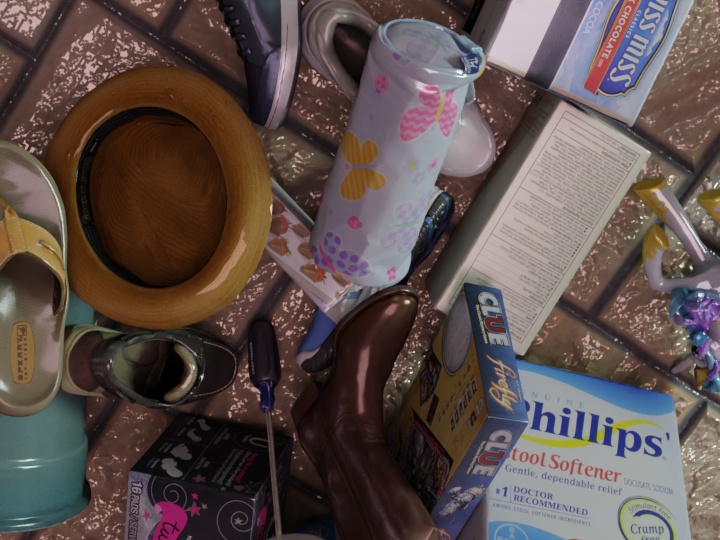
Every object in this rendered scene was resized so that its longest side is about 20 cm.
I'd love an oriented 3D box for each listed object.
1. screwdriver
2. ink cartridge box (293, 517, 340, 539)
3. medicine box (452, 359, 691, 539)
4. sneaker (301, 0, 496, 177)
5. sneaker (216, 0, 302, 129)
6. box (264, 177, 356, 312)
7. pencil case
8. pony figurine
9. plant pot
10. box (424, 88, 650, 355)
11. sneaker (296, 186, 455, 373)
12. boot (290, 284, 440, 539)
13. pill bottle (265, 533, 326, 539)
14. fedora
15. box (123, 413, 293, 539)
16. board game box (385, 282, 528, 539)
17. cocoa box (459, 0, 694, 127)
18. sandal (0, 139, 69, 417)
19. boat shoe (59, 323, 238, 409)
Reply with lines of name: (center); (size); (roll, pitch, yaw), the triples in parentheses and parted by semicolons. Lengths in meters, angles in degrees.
screwdriver: (-0.079, 0.133, 0.966); (0.029, 0.201, 0.028); (-17, 147, 21)
ink cartridge box: (0.044, 0.265, 1.034); (0.198, 0.116, 0.068); (-14, 115, 1)
medicine box: (0.169, 0.193, 0.969); (0.181, 0.201, 0.103); (13, 141, -10)
sneaker: (0.030, -0.138, 0.921); (0.199, 0.099, 0.078); (36, 99, -13)
sneaker: (-0.118, -0.213, 0.894); (0.145, 0.077, 0.204); (0, 98, -15)
box: (-0.079, -0.051, 0.940); (0.039, 0.041, 0.200); (-45, 85, 11)
pencil case: (0.025, -0.085, 0.858); (0.083, 0.090, 0.201); (36, 124, 25)
pony figurine: (0.335, 0.012, 0.977); (0.192, 0.167, 0.201); (-9, 114, 33)
plant pot: (-0.301, 0.078, 0.930); (0.198, 0.200, 0.198); (10, 98, -7)
box: (0.144, -0.042, 0.970); (0.095, 0.078, 0.201); (29, 103, -12)
sneaker: (0.000, 0.000, 0.987); (0.077, 0.076, 0.201); (38, 106, 15)
boot: (0.025, 0.140, 0.910); (0.064, 0.201, 0.187); (7, 130, -32)
pill bottle: (-0.041, 0.319, 0.925); (0.112, 0.113, 0.201); (-12, 115, 0)
fedora: (-0.149, -0.053, 0.890); (0.199, 0.082, 0.203); (-1, 85, 13)
box: (-0.134, 0.248, 1.002); (0.114, 0.132, 0.202); (9, 107, 8)
board game box: (0.072, 0.129, 0.934); (0.034, 0.136, 0.201); (10, 133, -15)
cocoa box: (0.180, -0.234, 0.885); (0.130, 0.133, 0.201); (22, 105, -11)
sandal: (-0.245, 0.005, 0.824); (0.080, 0.054, 0.202); (-4, 91, -24)
boat shoe: (-0.159, 0.083, 0.936); (0.064, 0.199, 0.074); (11, 93, 33)
